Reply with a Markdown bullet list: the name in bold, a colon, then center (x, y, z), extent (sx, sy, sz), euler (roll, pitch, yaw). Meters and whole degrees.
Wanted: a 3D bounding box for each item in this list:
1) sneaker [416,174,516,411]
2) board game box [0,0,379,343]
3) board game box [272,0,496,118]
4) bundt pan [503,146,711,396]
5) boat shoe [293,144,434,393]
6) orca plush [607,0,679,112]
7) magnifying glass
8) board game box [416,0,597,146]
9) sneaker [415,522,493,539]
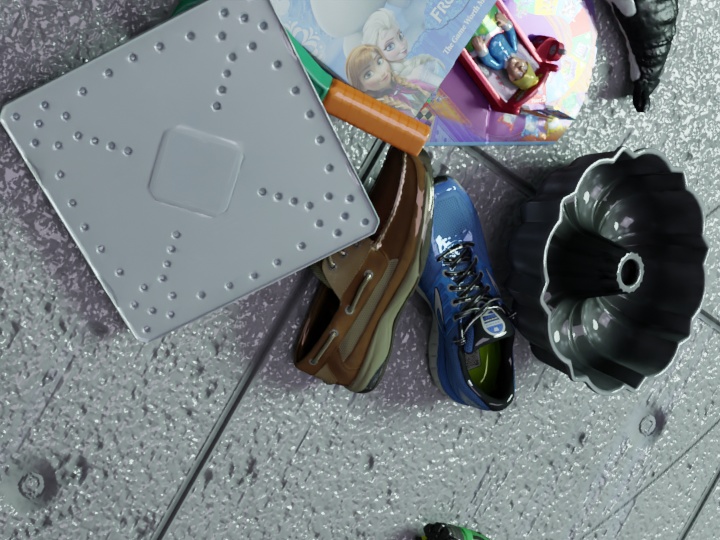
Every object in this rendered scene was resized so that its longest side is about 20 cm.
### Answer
- **sneaker**: center (0.089, 0.021, 1.032), extent (0.078, 0.089, 0.203), euler (-24, 110, -19)
- **board game box**: center (-0.114, -0.073, 0.905), extent (0.198, 0.026, 0.202), euler (-25, 115, 5)
- **board game box**: center (0.011, -0.240, 0.934), extent (0.198, 0.043, 0.201), euler (36, 86, -18)
- **bundt pan**: center (0.197, -0.003, 1.075), extent (0.200, 0.075, 0.205), euler (-6, 100, -34)
- **boat shoe**: center (0.000, 0.000, 0.982), extent (0.073, 0.076, 0.203), euler (10, 109, -18)
- **orca plush**: center (0.229, -0.226, 1.038), extent (0.104, 0.071, 0.203), euler (-16, 110, -32)
- **magnifying glass**: center (-0.043, -0.133, 0.917), extent (0.198, 0.023, 0.080), euler (24, 132, -10)
- **board game box**: center (0.114, -0.175, 1.020), extent (0.197, 0.039, 0.161), euler (-3, 105, -26)
- **sneaker**: center (0.075, 0.320, 1.112), extent (0.084, 0.078, 0.203), euler (14, 96, -29)
